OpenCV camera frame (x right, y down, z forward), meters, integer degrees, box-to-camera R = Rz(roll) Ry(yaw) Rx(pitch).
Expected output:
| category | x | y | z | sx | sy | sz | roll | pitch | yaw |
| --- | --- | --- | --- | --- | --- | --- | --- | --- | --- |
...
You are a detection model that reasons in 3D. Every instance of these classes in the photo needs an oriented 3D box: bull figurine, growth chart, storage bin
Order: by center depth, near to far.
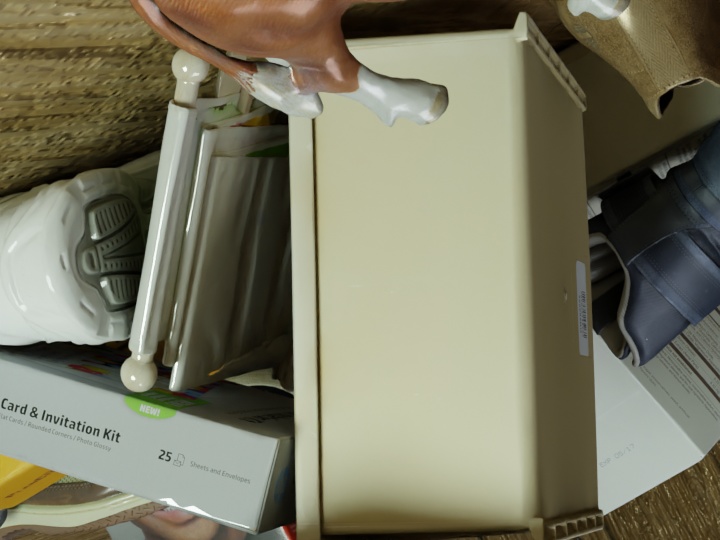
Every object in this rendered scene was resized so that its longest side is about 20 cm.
| category | x | y | z | sx | sy | sz | roll | pitch | yaw |
| --- | --- | --- | --- | --- | --- | --- | --- | --- | --- |
| bull figurine | 0.029 | -0.114 | 0.551 | 0.200 | 0.065 | 0.121 | -23 | 142 | 15 |
| growth chart | -0.042 | -0.018 | 0.746 | 0.018 | 0.145 | 0.200 | 14 | -177 | 18 |
| storage bin | 0.043 | 0.012 | 0.778 | 0.094 | 0.200 | 0.199 | -3 | 174 | 14 |

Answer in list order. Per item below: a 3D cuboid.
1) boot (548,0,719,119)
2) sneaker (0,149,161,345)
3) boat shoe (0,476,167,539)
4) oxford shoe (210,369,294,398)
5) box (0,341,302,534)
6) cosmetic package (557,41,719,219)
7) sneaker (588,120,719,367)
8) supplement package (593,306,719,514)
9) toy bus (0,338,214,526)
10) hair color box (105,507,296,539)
| category | x | y | z | sx | sy | sz | roll | pitch | yaw |
| --- | --- | --- | --- | --- | --- | --- | --- | --- | --- |
| boot | 0.106 | -0.102 | 0.706 | 0.074 | 0.076 | 0.200 | -30 | -173 | 17 |
| sneaker | -0.112 | -0.009 | 0.753 | 0.099 | 0.078 | 0.200 | -8 | 179 | 20 |
| boat shoe | -0.160 | 0.095 | 0.983 | 0.202 | 0.075 | 0.075 | -16 | -166 | 19 |
| oxford shoe | 0.001 | 0.052 | 0.944 | 0.200 | 0.075 | 0.071 | -4 | 147 | 4 |
| box | -0.106 | 0.058 | 0.775 | 0.200 | 0.041 | 0.156 | 16 | -178 | 15 |
| cosmetic package | 0.119 | -0.069 | 0.954 | 0.200 | 0.073 | 0.104 | -28 | 167 | 7 |
| sneaker | 0.180 | -0.014 | 0.924 | 0.146 | 0.077 | 0.202 | -42 | 153 | 12 |
| supplement package | 0.182 | 0.034 | 1.216 | 0.200 | 0.151 | 0.152 | -41 | 179 | -36 |
| toy bus | -0.160 | 0.066 | 0.913 | 0.200 | 0.078 | 0.065 | -31 | 168 | 19 |
| hair color box | -0.086 | 0.129 | 1.038 | 0.101 | 0.200 | 0.061 | -31 | 172 | 19 |
